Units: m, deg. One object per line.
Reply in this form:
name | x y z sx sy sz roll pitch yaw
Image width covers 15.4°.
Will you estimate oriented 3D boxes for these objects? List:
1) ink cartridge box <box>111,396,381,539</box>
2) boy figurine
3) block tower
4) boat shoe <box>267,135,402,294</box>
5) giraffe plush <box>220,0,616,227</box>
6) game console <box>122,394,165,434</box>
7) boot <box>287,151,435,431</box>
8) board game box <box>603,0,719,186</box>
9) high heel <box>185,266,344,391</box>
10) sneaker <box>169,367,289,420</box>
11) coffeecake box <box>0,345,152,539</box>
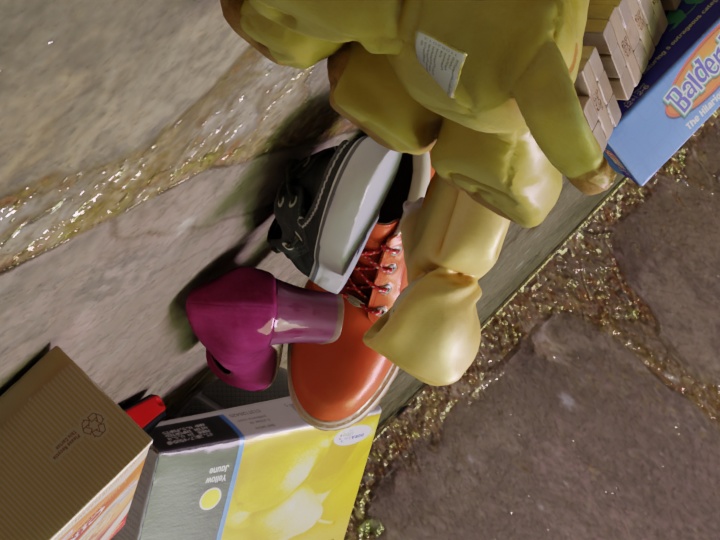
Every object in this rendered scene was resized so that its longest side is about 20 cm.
ink cartridge box | -0.092 0.185 1.852 0.197 0.047 0.201 -10 124 -40
boy figurine | 0.048 -0.033 1.473 0.124 0.064 0.201 153 -46 -67
block tower | 0.139 -0.154 1.451 0.201 0.057 0.054 -62 143 -32
boat shoe | -0.021 -0.034 1.476 0.069 0.056 0.200 -62 178 -15
giraffe plush | 0.056 -0.131 0.987 0.163 0.172 0.200 -56 -167 -9
game console | -0.213 0.164 1.660 0.200 0.031 0.177 -47 178 19
boot | 0.000 0.000 1.620 0.107 0.075 0.201 27 82 -82
board game box | 0.153 -0.140 1.529 0.152 0.045 0.200 -46 -151 -6
high heel | -0.086 0.031 1.622 0.200 0.095 0.068 148 -54 -65
sneaker | -0.126 0.137 1.894 0.200 0.071 0.080 -39 -176 -11
coffeecake box | -0.194 0.140 1.404 0.153 0.073 0.200 -44 174 -18
